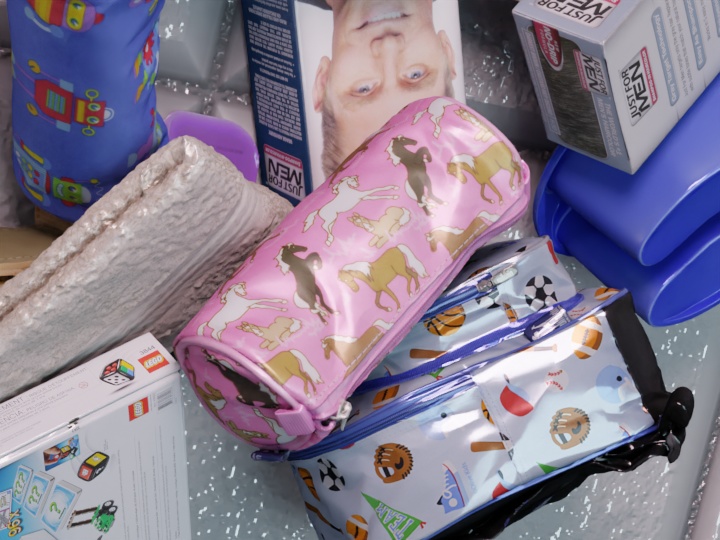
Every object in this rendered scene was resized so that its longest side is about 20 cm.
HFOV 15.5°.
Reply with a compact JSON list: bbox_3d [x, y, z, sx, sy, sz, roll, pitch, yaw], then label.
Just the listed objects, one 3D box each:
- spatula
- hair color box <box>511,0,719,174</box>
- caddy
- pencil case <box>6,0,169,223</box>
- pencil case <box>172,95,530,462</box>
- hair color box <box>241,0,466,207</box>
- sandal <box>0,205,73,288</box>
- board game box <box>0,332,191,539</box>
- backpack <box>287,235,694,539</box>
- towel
[{"bbox_3d":[-0.094,0.020,1.354,0.056,0.021,0.201,9,101,-29],"label":"spatula"},{"bbox_3d":[0.167,-0.157,1.369,0.200,0.061,0.099,-49,143,-23],"label":"hair color box"},{"bbox_3d":[0.188,-0.065,1.452,0.200,0.105,0.142,-33,149,-11],"label":"caddy"},{"bbox_3d":[-0.122,-0.107,1.208,0.200,0.078,0.087,101,6,-56],"label":"pencil case"},{"bbox_3d":[0.000,0.000,1.272,0.087,0.083,0.200,49,59,-12],"label":"pencil case"},{"bbox_3d":[-0.005,-0.138,1.340,0.100,0.060,0.201,-17,114,-27],"label":"hair color box"},{"bbox_3d":[-0.183,0.013,1.264,0.211,0.078,0.070,-11,116,-37],"label":"sandal"},{"bbox_3d":[-0.144,0.133,1.304,0.126,0.035,0.200,-25,140,-25],"label":"board game box"},{"bbox_3d":[0.050,0.073,1.370,0.190,0.200,0.154,-33,89,-12],"label":"backpack"},{"bbox_3d":[-0.126,0.021,1.263,0.200,0.035,0.133,-41,158,6],"label":"towel"}]
